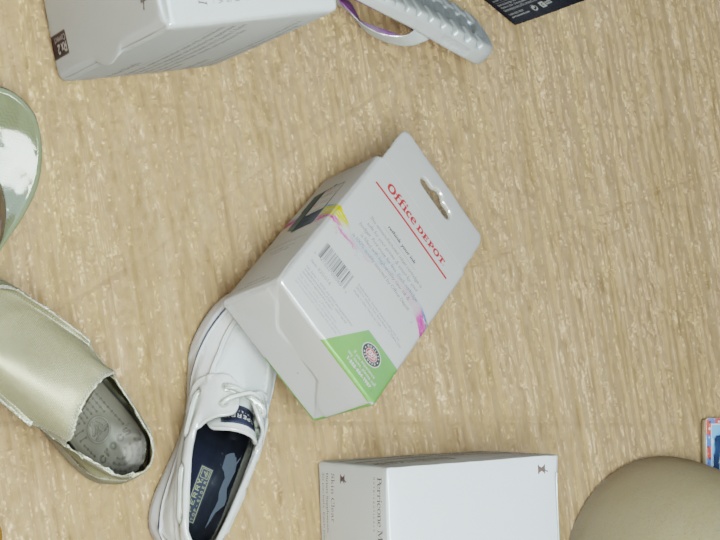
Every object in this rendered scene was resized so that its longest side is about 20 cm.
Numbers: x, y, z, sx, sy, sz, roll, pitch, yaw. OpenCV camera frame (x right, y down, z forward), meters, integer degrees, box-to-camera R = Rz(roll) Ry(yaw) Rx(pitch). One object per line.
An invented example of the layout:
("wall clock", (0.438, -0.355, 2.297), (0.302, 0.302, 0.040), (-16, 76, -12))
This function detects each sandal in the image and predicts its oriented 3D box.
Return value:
("sandal", (-0.269, -0.029, 1.078), (0.079, 0.057, 0.202), (30, 72, -24))
("sandal", (0.019, -0.204, 1.259), (0.201, 0.083, 0.050), (25, 117, -28))

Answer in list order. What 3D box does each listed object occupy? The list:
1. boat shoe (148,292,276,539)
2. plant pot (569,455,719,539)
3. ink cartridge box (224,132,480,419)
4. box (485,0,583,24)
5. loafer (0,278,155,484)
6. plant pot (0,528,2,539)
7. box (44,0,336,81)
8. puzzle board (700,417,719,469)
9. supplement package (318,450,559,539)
("boat shoe", (-0.094, 0.111, 1.162), (0.073, 0.065, 0.202), (18, 77, -27))
("plant pot", (0.286, 0.256, 1.318), (0.198, 0.134, 0.203), (2, 85, -24))
("ink cartridge box", (0.000, 0.000, 1.198), (0.117, 0.067, 0.200), (53, 46, -16))
("box", (0.127, -0.340, 1.304), (0.182, 0.104, 0.201), (35, 70, -24))
("loafer", (-0.204, 0.073, 1.084), (0.200, 0.068, 0.076), (46, 64, -31))
("plant pot", (-0.308, 0.219, 0.971), (0.199, 0.200, 0.185), (33, 56, -23))
("box", (-0.132, -0.247, 1.093), (0.130, 0.198, 0.202), (-11, 92, -30))
("puzzle board", (0.369, 0.234, 1.446), (0.149, 0.017, 0.202), (3, 85, -29))
("supplement package", (0.062, 0.242, 1.215), (0.154, 0.111, 0.202), (0, 85, -30))
